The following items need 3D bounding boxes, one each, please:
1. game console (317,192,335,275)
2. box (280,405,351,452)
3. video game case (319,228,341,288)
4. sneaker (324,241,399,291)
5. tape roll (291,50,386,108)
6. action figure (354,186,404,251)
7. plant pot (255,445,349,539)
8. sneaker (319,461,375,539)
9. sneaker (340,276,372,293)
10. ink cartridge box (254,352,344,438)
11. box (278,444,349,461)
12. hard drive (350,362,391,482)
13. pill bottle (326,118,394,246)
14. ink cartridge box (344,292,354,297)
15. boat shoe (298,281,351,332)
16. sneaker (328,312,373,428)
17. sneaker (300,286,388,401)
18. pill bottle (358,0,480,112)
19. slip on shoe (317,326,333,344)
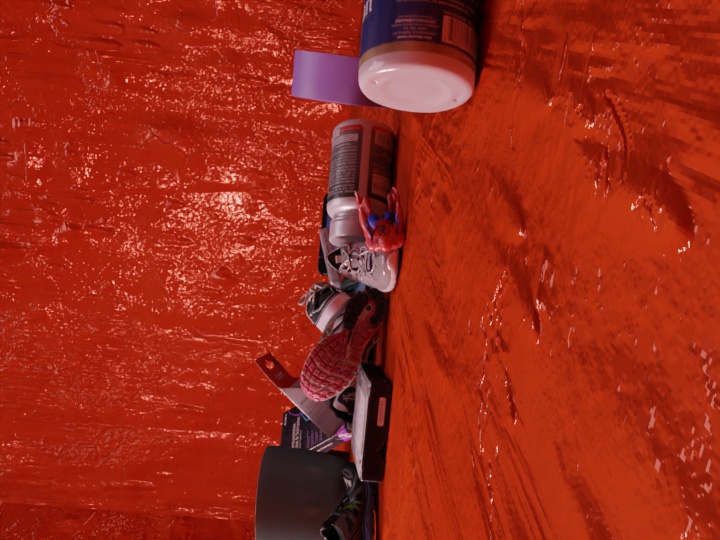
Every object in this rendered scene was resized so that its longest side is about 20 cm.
[{"bbox_3d":[-0.028,-0.106,1.575,0.118,0.166,0.205,45,-135,-60],"label":"game console"},{"bbox_3d":[-0.090,0.324,1.526,0.198,0.036,0.145,-35,32,24],"label":"box"},{"bbox_3d":[-0.048,0.048,1.450,0.183,0.023,0.204,-107,6,-55],"label":"video game case"},{"bbox_3d":[0.001,-0.008,1.125,0.199,0.080,0.077,173,103,-68],"label":"sneaker"},{"bbox_3d":[-0.034,-0.369,1.394,0.200,0.194,0.087,-102,18,-75],"label":"tape roll"},{"bbox_3d":[0.028,-0.094,1.070,0.201,0.063,0.101,-95,-4,-65],"label":"action figure"},{"bbox_3d":[-0.078,0.395,1.198,0.201,0.156,0.207,-1,-90,-87],"label":"plant pot"},{"bbox_3d":[-0.019,0.362,1.062,0.202,0.080,0.072,-89,2,-55],"label":"sneaker"},{"bbox_3d":[0.000,0.000,1.316,0.200,0.071,0.084,-157,74,-84],"label":"sneaker"},{"bbox_3d":[-0.106,0.221,1.382,0.047,0.200,0.160,-45,-3,2],"label":"ink cartridge box"},{"bbox_3d":[-0.115,0.517,1.576,0.168,0.159,0.204,101,173,-50],"label":"box"},{"bbox_3d":[0.013,0.226,1.113,0.200,0.037,0.144,-153,69,-86],"label":"hard drive"},{"bbox_3d":[-0.001,-0.145,1.249,0.114,0.111,0.206,115,160,-76],"label":"pill bottle"},{"bbox_3d":[-0.015,0.114,1.518,0.163,0.049,0.206,109,169,-72],"label":"ink cartridge box"},{"bbox_3d":[-0.063,0.055,1.216,0.074,0.068,0.199,-46,0,-5],"label":"boat shoe"},{"bbox_3d":[-0.015,0.185,1.265,0.130,0.077,0.204,-97,13,-62],"label":"sneaker"},{"bbox_3d":[-0.020,0.125,1.155,0.201,0.080,0.075,-51,-11,-16],"label":"sneaker"},{"bbox_3d":[0.058,-0.263,0.671,0.111,0.108,0.206,126,150,-81],"label":"pill bottle"},{"bbox_3d":[-0.042,0.193,1.490,0.077,0.060,0.201,-53,28,11],"label":"slip on shoe"}]
